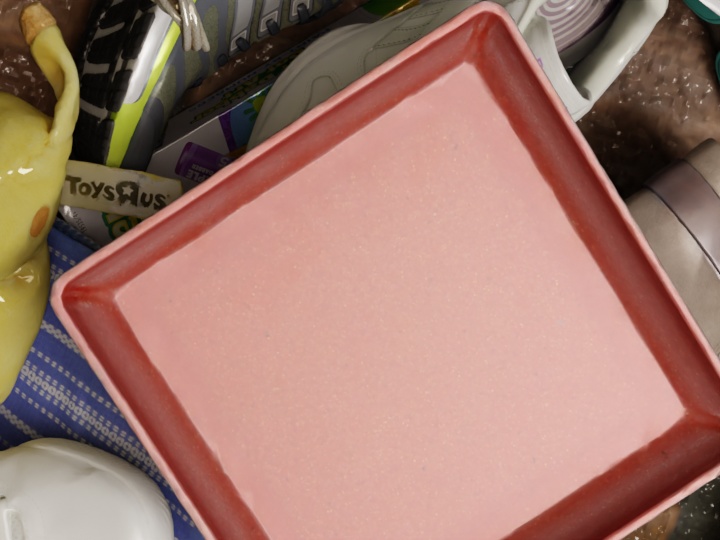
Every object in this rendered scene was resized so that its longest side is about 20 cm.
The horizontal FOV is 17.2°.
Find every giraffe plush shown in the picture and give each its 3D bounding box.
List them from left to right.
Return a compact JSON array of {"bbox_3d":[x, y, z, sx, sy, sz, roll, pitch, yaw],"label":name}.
[{"bbox_3d":[-0.187,-0.004,0.879,0.199,0.162,0.174,-6,107,24],"label":"giraffe plush"}]

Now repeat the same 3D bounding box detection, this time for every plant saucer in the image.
[{"bbox_3d":[0.017,0.034,0.896,0.199,0.037,0.201,-33,98,-1],"label":"plant saucer"}]

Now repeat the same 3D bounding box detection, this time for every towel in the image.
[{"bbox_3d":[-0.126,0.091,0.974,0.144,0.024,0.201,33,110,23],"label":"towel"}]

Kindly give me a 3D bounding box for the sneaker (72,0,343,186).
[{"bbox_3d":[-0.049,-0.113,0.957,0.081,0.074,0.201,31,88,-25],"label":"sneaker"}]

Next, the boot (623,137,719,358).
[{"bbox_3d":[0.104,0.005,0.993,0.200,0.070,0.146,39,94,-28],"label":"boot"}]

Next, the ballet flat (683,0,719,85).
[{"bbox_3d":[0.176,-0.114,1.023,0.068,0.068,0.201,-38,111,-14],"label":"ballet flat"}]

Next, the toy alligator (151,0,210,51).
[{"bbox_3d":[-0.110,-0.155,0.794,0.054,0.059,0.201,-23,109,-6],"label":"toy alligator"}]

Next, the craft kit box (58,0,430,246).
[{"bbox_3d":[0.000,0.000,1.026,0.197,0.049,0.201,-30,110,0],"label":"craft kit box"}]

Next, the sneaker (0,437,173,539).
[{"bbox_3d":[-0.174,0.105,0.941,0.199,0.088,0.076,3,96,22],"label":"sneaker"}]

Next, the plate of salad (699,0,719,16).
[{"bbox_3d":[0.188,-0.192,0.981,0.199,0.048,0.202,3,82,-24],"label":"plate of salad"}]

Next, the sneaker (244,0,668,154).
[{"bbox_3d":[0.034,-0.072,0.939,0.200,0.100,0.075,-38,112,1],"label":"sneaker"}]
